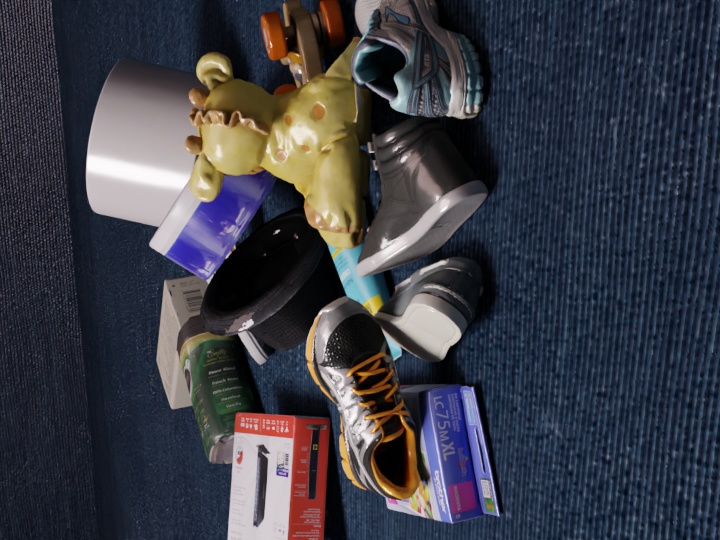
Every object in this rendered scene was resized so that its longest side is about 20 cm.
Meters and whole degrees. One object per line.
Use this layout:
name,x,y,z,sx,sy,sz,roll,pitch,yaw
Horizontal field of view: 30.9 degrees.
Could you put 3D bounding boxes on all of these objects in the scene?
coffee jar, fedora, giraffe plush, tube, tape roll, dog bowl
coffee jar,-0.202,0.165,1.860,0.105,0.084,0.202,109,145,-58
fedora,-0.084,0.022,1.434,0.092,0.200,0.200,52,171,-24
giraffe plush,-0.075,-0.119,1.195,0.201,0.159,0.175,84,-170,-62
tube,0.000,0.000,1.316,0.078,0.050,0.203,122,130,-71
tape roll,-0.254,-0.158,1.670,0.203,0.137,0.206,12,-90,-86
dog bowl,-0.154,-0.093,1.478,0.201,0.078,0.200,-55,9,13

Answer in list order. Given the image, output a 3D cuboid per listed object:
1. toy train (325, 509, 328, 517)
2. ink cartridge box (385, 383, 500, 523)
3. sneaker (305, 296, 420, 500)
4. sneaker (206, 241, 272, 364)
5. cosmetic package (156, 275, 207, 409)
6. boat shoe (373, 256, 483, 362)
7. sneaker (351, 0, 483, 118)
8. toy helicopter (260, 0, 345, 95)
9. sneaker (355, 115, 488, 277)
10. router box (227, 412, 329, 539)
toy train,-0.085,0.263,1.665,0.200,0.034,0.046,-132,51,-57
ink cartridge box,0.064,0.168,1.217,0.200,0.041,0.121,165,95,-68
sneaker,0.012,0.117,1.169,0.077,0.078,0.202,27,139,59
sneaker,-0.146,0.027,1.683,0.202,0.079,0.079,64,174,-28
cosmetic package,-0.266,0.111,2.028,0.201,0.072,0.104,105,149,-48
boat shoe,0.062,0.033,1.162,0.062,0.072,0.200,-59,5,-15
sneaker,0.027,-0.191,1.093,0.200,0.085,0.079,-127,34,-51
toy helicopter,-0.062,-0.220,1.375,0.200,0.078,0.134,-124,21,-69
sneaker,0.036,-0.067,1.130,0.100,0.070,0.200,65,150,12
router box,-0.103,0.268,1.605,0.199,0.048,0.183,-11,75,64
